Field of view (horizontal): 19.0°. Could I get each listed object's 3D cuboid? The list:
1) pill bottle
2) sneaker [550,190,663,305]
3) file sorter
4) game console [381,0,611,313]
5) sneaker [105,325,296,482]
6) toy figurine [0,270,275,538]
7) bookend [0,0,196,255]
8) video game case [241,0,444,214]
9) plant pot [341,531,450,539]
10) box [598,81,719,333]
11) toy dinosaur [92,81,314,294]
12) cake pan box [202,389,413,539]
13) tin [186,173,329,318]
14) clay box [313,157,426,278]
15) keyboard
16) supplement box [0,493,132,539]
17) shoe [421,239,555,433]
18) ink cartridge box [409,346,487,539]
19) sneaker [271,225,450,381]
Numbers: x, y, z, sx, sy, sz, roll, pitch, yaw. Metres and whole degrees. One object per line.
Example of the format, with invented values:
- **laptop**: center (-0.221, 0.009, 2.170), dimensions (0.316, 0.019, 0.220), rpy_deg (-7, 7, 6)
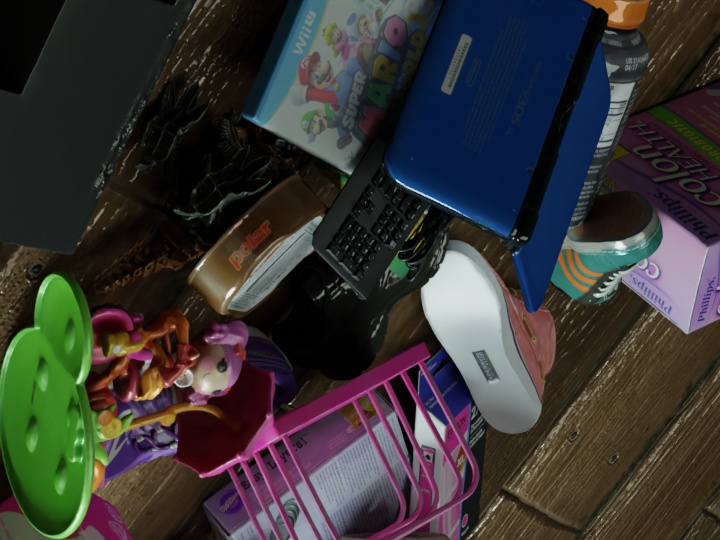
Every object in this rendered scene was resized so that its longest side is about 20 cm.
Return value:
- **pill bottle**: center (0.166, -0.143, 1.723), dimensions (0.106, 0.106, 0.201), rpy_deg (-8, 127, -42)
- **sneaker**: center (0.204, -0.014, 1.797), dimensions (0.071, 0.200, 0.080), rpy_deg (-38, 104, -15)
- **file sorter**: center (-0.009, 0.159, 1.701), dimensions (0.138, 0.126, 0.200), rpy_deg (-26, 176, -20)
- **game console**: center (0.104, -0.100, 1.574), dimensions (0.201, 0.170, 0.118), rpy_deg (-69, -170, -24)
- **sneaker**: center (-0.136, 0.110, 1.657), dimensions (0.199, 0.083, 0.081), rpy_deg (-29, 139, -23)
- **toy figurine**: center (-0.144, 0.083, 1.550), dimensions (0.183, 0.150, 0.201), rpy_deg (-6, 124, -33)
- **bookend**: center (-0.233, -0.129, 1.335), dimensions (0.199, 0.092, 0.200), rpy_deg (10, 113, -48)
- **video game case**: center (0.013, -0.139, 1.542), dimensions (0.199, 0.018, 0.144), rpy_deg (26, 86, -45)
- **plant pot**: center (0.030, 0.295, 1.851), dimensions (0.199, 0.199, 0.136), rpy_deg (3, 84, -47)
- **box**: center (0.303, -0.061, 1.879), dimensions (0.199, 0.176, 0.097), rpy_deg (-22, 137, -30)
- **toy dinosaur**: center (-0.104, -0.052, 1.544), dimensions (0.201, 0.102, 0.136), rpy_deg (-62, 166, -20)
- **cake pan box**: center (-0.034, 0.218, 1.888), dimensions (0.184, 0.052, 0.201), rpy_deg (-35, 142, -14)
- **tin**: center (-0.068, -0.016, 1.572), dimensions (0.112, 0.042, 0.200), rpy_deg (-49, 175, 1)
- **clay box**: center (0.043, -0.107, 1.630), dimensions (0.201, 0.047, 0.115), rpy_deg (-58, 137, -10)
- **keyboard**: center (0.050, -0.070, 1.560), dimensions (0.201, 0.039, 0.104), rpy_deg (-57, 134, -13)
- **supplement box**: center (-0.264, 0.256, 1.608), dimensions (0.200, 0.101, 0.103), rpy_deg (-38, 145, 8)
- **shoe**: center (0.113, 0.039, 1.871), dimensions (0.201, 0.071, 0.091), rpy_deg (65, 30, -29)
- **ink cartridge box**: center (0.079, 0.159, 1.913), dimensions (0.095, 0.037, 0.201), rpy_deg (-39, 137, -52)
- **sneaker**: center (0.000, 0.000, 1.710), dimensions (0.090, 0.076, 0.201), rpy_deg (12, 112, -46)
